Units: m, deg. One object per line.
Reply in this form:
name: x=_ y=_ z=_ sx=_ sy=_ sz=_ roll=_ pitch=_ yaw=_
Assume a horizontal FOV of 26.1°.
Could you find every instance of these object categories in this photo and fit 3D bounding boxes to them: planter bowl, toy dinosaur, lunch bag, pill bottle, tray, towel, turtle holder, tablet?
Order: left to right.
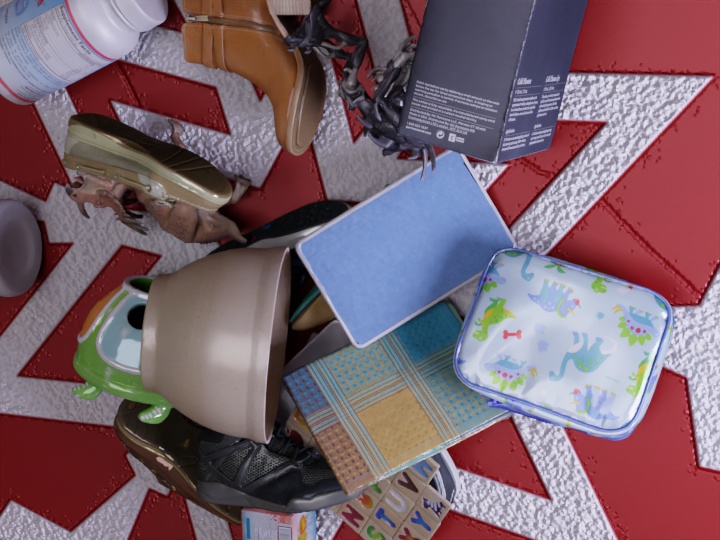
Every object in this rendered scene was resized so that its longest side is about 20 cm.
pill bottle: x=-0.480 y=-0.022 z=1.793 sx=0.200 sy=0.112 sz=0.113 roll=-2 pitch=97 yaw=22
pill bottle: x=-0.314 y=-0.267 z=1.694 sx=0.200 sy=0.109 sz=0.109 roll=-23 pitch=90 yaw=22
turtle holder: x=-0.219 y=0.086 z=1.692 sx=0.185 sy=0.141 sz=0.132 roll=23 pitch=106 yaw=28
toy dinosaur: x=-0.208 y=-0.072 z=1.698 sx=0.200 sy=0.086 sz=0.136 roll=38 pitch=109 yaw=8
planter bowl: x=-0.148 y=0.068 z=1.575 sx=0.135 sy=0.200 sz=0.201 roll=7 pitch=101 yaw=2
tray: x=-0.054 y=0.149 z=1.696 sx=0.107 sy=0.022 sz=0.200 roll=44 pitch=111 yaw=-6
towel: x=0.039 y=0.127 z=1.588 sx=0.200 sy=0.022 sz=0.147 roll=-25 pitch=70 yaw=-15
tablet: x=0.048 y=-0.023 z=1.592 sx=0.200 sy=0.014 sz=0.130 roll=-32 pitch=96 yaw=-3
lunch bag: x=0.200 y=0.075 z=1.544 sx=0.200 sy=0.082 sz=0.161 roll=18 pitch=85 yaw=15

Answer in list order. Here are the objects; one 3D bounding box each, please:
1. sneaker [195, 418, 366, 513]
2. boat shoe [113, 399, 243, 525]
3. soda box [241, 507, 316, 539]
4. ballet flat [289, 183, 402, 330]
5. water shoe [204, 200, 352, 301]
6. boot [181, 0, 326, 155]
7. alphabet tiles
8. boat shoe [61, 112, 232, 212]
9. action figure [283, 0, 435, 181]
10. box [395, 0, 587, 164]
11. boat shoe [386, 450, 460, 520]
sneaker: x=-0.089 y=0.193 z=1.643 sx=0.199 sy=0.076 sz=0.114 roll=3 pitch=106 yaw=28
boat shoe: x=-0.194 y=0.218 z=1.752 sx=0.200 sy=0.072 sz=0.068 roll=38 pitch=143 yaw=3
soda box: x=-0.087 y=0.345 z=1.714 sx=0.063 sy=0.068 sz=0.200 roll=5 pitch=105 yaw=21
ballet flat: x=0.000 y=0.000 z=1.639 sx=0.063 sy=0.069 sz=0.200 roll=36 pitch=111 yaw=-2
water shoe: x=-0.080 y=-0.012 z=1.676 sx=0.200 sy=0.072 sz=0.079 roll=-21 pitch=114 yaw=25
boot: x=-0.118 y=-0.222 z=1.647 sx=0.154 sy=0.074 sz=0.200 roll=2 pitch=87 yaw=20
alphabet tiles: x=0.002 y=0.211 z=1.641 sx=0.200 sy=0.006 sz=0.167 roll=40 pitch=134 yaw=13
boat shoe: x=-0.224 y=-0.101 z=1.617 sx=0.200 sy=0.073 sz=0.063 roll=24 pitch=111 yaw=16
action figure: x=0.022 y=-0.189 z=1.556 sx=0.200 sy=0.119 sz=0.102 roll=46 pitch=77 yaw=-4
box: x=0.132 y=-0.209 z=1.482 sx=0.104 sy=0.200 sz=0.182 roll=19 pitch=104 yaw=18
boat shoe: x=0.038 y=0.171 z=1.636 sx=0.076 sy=0.060 sz=0.200 roll=-35 pitch=94 yaw=25
